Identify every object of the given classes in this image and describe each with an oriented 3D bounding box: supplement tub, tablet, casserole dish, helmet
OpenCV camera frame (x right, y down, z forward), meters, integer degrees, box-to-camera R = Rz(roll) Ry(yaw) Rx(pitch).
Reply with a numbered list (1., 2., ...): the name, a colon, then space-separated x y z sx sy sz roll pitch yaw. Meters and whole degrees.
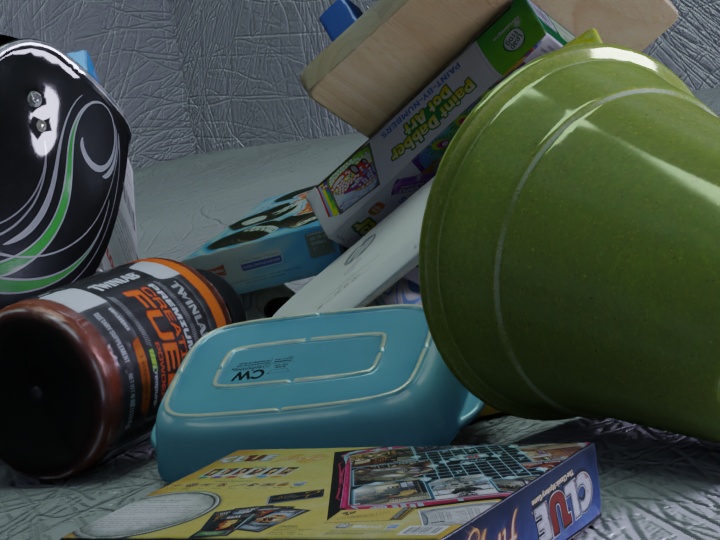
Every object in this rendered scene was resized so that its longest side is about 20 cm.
1. supplement tub: -0.146 0.052 1.176 0.106 0.108 0.200 -6 9 27
2. tablet: 0.000 0.000 1.185 0.200 0.014 0.130 -39 12 25
3. casserole dish: -0.028 0.063 1.041 0.198 0.039 0.122 -7 31 21
4. helmet: -0.252 -0.047 1.203 0.199 0.192 0.200 27 -16 8

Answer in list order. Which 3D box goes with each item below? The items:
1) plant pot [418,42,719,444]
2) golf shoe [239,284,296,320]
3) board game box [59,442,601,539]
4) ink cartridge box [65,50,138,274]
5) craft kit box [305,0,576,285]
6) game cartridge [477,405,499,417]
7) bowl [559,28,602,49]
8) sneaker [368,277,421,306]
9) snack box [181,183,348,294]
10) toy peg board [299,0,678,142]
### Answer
1. plant pot: 0.160 0.005 0.925 0.198 0.202 0.190 -14 22 -28
2. golf shoe: -0.077 0.034 1.427 0.096 0.079 0.200 9 18 11
3. board game box: -0.012 0.111 0.833 0.198 0.035 0.135 -5 9 35
4. ink cartridge box: -0.215 -0.034 1.399 0.083 0.147 0.202 -10 52 2
5. craft kit box: 0.094 -0.069 1.289 0.197 0.049 0.199 -40 -36 19
6. game cartridge: 0.040 0.059 1.158 0.174 0.033 0.200 -12 7 -9
7. bowl: 0.133 -0.034 1.167 0.107 0.202 0.200 -22 6 8
8. sneaker: 0.023 0.007 1.415 0.071 0.073 0.200 -12 6 0
9. snack box: -0.042 -0.029 1.385 0.115 0.037 0.200 -14 10 17
10. toy peg board: 0.073 -0.174 1.264 0.199 0.098 0.200 -40 -37 15
